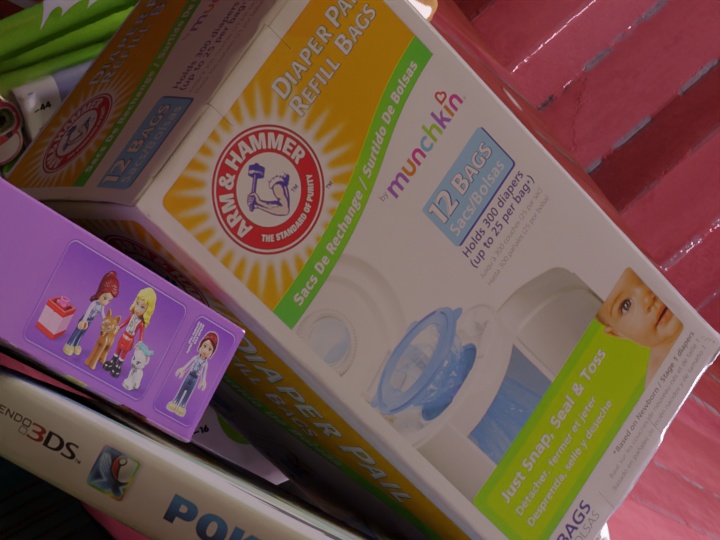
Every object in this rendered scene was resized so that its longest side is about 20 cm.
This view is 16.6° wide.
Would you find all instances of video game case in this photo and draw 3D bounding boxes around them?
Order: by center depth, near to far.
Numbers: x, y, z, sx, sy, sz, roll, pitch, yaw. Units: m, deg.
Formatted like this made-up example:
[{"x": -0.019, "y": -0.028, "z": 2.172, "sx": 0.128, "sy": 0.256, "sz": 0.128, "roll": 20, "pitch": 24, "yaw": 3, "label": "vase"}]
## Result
[{"x": -0.011, "y": 0.084, "z": 0.716, "sx": 0.182, "sy": 0.022, "sz": 0.200, "roll": 27, "pitch": -3, "yaw": 16, "label": "video game case"}]

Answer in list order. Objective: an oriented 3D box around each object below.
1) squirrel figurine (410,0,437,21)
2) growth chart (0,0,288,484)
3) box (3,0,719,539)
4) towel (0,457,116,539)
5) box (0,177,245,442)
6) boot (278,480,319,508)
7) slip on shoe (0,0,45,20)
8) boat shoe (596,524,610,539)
[{"x": -0.021, "y": -0.044, "z": 1.237, "sx": 0.200, "sy": 0.141, "sz": 0.187, "roll": 10, "pitch": 49, "yaw": -52, "label": "squirrel figurine"}, {"x": -0.052, "y": -0.015, "z": 0.845, "sx": 0.200, "sy": 0.144, "sz": 0.018, "roll": 62, "pitch": -14, "yaw": -12, "label": "growth chart"}, {"x": 0.000, "y": 0.000, "z": 0.783, "sx": 0.200, "sy": 0.113, "sz": 0.101, "roll": 45, "pitch": -21, "yaw": -26, "label": "box"}, {"x": -0.094, "y": 0.095, "z": 0.658, "sx": 0.147, "sy": 0.022, "sz": 0.200, "roll": 50, "pitch": 10, "yaw": 3, "label": "towel"}, {"x": -0.140, "y": -0.023, "z": 0.664, "sx": 0.137, "sy": 0.039, "sz": 0.200, "roll": 22, "pitch": -9, "yaw": 41, "label": "box"}, {"x": -0.019, "y": 0.051, "z": 0.999, "sx": 0.138, "sy": 0.078, "sz": 0.200, "roll": 37, "pitch": 10, "yaw": -21, "label": "boot"}, {"x": -0.124, "y": -0.103, "z": 0.888, "sx": 0.199, "sy": 0.061, "sz": 0.074, "roll": 12, "pitch": 47, "yaw": 0, "label": "slip on shoe"}, {"x": 0.078, "y": 0.137, "z": 0.928, "sx": 0.071, "sy": 0.070, "sz": 0.200, "roll": 34, "pitch": -21, "yaw": 33, "label": "boat shoe"}]
